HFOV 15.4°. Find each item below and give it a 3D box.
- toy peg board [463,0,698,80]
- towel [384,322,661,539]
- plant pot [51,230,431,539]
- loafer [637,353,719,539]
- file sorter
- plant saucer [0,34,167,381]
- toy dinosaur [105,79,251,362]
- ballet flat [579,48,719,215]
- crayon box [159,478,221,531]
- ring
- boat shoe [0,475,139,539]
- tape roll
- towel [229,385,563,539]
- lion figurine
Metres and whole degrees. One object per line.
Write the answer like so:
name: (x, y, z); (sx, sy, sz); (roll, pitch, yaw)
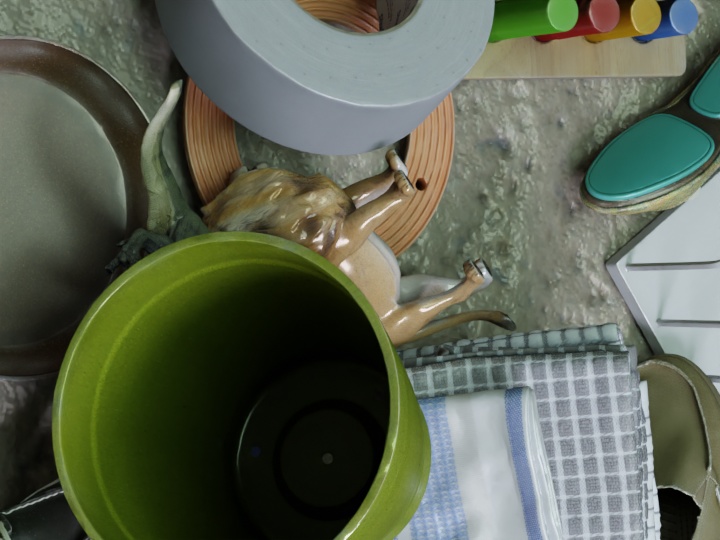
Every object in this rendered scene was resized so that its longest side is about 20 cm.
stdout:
toy peg board: (0.152, -0.228, 1.746); (0.199, 0.098, 0.200); (-3, 91, -32)
towel: (0.100, 0.139, 1.661); (0.086, 0.165, 0.200); (-24, 108, -76)
plant pot: (-0.047, 0.095, 1.528); (0.193, 0.200, 0.201); (33, 67, -69)
loafer: (0.206, 0.142, 1.754); (0.067, 0.076, 0.200); (28, 46, -50)
file sorter: (0.292, 0.038, 1.816); (0.139, 0.124, 0.200); (-39, 110, -26)
plant saucer: (-0.204, -0.036, 1.555); (0.200, 0.032, 0.201); (1, 89, -33)
toy dinosaur: (-0.114, -0.010, 1.548); (0.088, 0.047, 0.200); (-49, 143, -33)
ballet flat: (0.228, -0.087, 1.817); (0.200, 0.071, 0.071); (-43, 111, -23)
crayon box: (-0.152, 0.226, 1.573); (0.127, 0.051, 0.200); (43, 68, -25)
ring: (-0.027, -0.092, 1.676); (0.200, 0.019, 0.201); (1, 88, -33)
boat shoe: (-0.204, 0.177, 1.497); (0.071, 0.064, 0.200); (40, 69, 21)
tape roll: (-0.021, -0.173, 1.609); (0.200, 0.066, 0.201); (12, 61, -22)
towel: (0.025, 0.154, 1.626); (0.024, 0.200, 0.147); (-29, 109, -76)
lion figurine: (0.000, 0.000, 1.638); (0.122, 0.072, 0.200); (-35, 119, 8)
